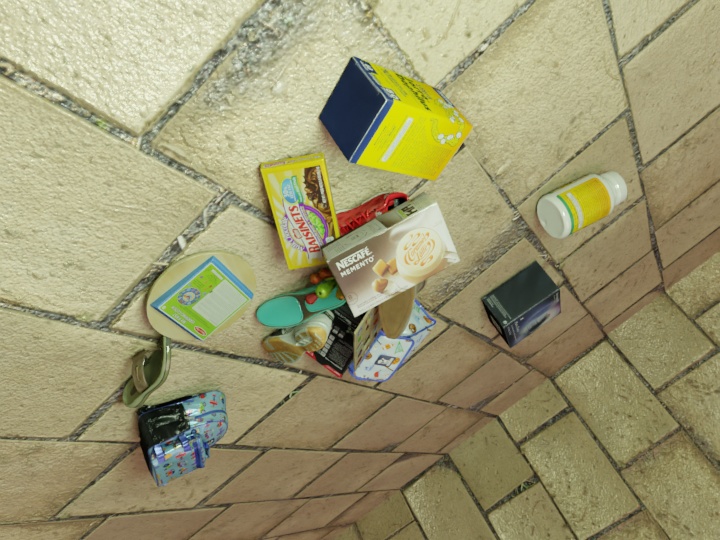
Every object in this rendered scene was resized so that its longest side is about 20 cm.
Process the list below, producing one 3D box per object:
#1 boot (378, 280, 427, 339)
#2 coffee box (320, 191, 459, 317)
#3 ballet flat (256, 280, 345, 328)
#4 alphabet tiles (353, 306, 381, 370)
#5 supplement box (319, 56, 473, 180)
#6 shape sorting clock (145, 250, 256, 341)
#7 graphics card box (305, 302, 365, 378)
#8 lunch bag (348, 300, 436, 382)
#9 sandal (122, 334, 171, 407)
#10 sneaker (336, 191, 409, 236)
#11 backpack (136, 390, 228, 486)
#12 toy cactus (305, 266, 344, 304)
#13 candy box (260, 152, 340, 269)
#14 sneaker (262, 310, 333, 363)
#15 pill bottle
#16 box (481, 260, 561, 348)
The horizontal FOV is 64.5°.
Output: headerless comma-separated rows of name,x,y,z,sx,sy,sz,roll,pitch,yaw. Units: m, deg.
boot,0.096,0.029,1.123,0.146,0.069,0.204,3,97,-68
coffee box,0.047,-0.028,0.938,0.198,0.080,0.116,-27,113,-2
ballet flat,-0.113,0.069,1.162,0.197,0.068,0.070,-18,-177,10
alphabet tiles,0.037,0.089,1.166,0.201,0.007,0.168,-56,162,-29
supplement box,0.057,-0.226,0.874,0.198,0.110,0.110,2,136,-44
shape sorting clock,-0.280,0.046,1.014,0.198,0.039,0.202,-25,139,-24
graphics card box,-0.050,0.133,1.259,0.051,0.125,0.201,-45,167,-49
lunch bag,0.070,0.175,1.394,0.199,0.124,0.171,-17,146,-51
sandal,-0.408,0.191,1.070,0.057,0.080,0.201,21,121,-37
sneaker,0.000,-0.087,1.004,0.199,0.079,0.115,-38,-173,-15
backpack,-0.382,0.363,1.274,0.198,0.135,0.184,-16,146,-30
toy cactus,0.000,0.000,1.045,0.198,0.103,0.165,-16,161,-45
candy box,-0.091,-0.091,0.930,0.100,0.027,0.202,-8,130,3
sneaker,-0.128,0.136,1.223,0.198,0.088,0.076,-21,120,40
pill bottle,0.543,-0.166,1.392,0.198,0.113,0.113,-25,148,-13
box,0.487,0.106,1.710,0.197,0.124,0.200,-36,149,3
